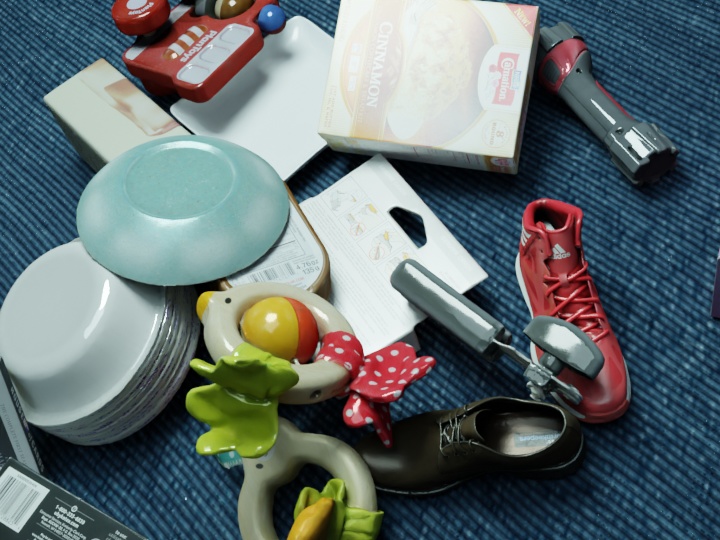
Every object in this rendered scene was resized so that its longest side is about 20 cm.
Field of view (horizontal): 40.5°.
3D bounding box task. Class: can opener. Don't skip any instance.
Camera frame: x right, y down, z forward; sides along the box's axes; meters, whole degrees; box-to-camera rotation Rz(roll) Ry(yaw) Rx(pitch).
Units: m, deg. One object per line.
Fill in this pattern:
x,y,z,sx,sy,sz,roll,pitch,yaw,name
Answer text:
0.114,0.047,0.831,0.200,0.053,0.067,32,84,28,can opener

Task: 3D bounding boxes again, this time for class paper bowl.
-0.258,0.054,0.920,0.200,0.104,0.202,-14,57,22,paper bowl

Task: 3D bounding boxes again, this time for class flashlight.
0.243,-0.168,0.986,0.068,0.068,0.200,-36,58,3,flashlight

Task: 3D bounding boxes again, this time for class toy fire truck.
-0.175,-0.278,1.133,0.167,0.112,0.200,24,59,31,toy fire truck

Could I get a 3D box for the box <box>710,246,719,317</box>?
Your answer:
0.409,-0.050,0.835,0.175,0.097,0.201,10,59,22,box

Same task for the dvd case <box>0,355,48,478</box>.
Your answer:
-0.395,0.167,0.867,0.199,0.151,0.025,-14,24,-5,dvd case

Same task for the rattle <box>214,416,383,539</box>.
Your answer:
-0.087,0.169,0.794,0.200,0.143,0.130,48,115,27,rattle

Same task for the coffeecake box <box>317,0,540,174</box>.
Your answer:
0.071,-0.192,0.990,0.199,0.073,0.154,9,85,13,coffeecake box

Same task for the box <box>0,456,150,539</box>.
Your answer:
-0.204,0.257,0.730,0.148,0.200,0.125,21,63,27,box

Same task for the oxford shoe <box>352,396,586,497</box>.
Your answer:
0.081,0.137,0.806,0.199,0.084,0.073,-13,58,12,oxford shoe

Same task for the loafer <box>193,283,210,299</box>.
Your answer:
-0.122,0.041,0.936,0.068,0.071,0.201,-27,54,-3,loafer

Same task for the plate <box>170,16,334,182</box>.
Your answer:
-0.086,-0.186,1.106,0.200,0.032,0.199,-40,54,-12,plate

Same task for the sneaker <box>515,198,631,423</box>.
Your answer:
0.173,0.025,0.837,0.078,0.116,0.201,-20,53,1,sneaker

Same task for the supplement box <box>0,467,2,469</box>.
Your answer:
-0.333,0.219,0.793,0.103,0.200,0.102,-14,53,5,supplement box

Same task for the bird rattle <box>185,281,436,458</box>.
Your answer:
-0.049,0.064,0.789,0.199,0.113,0.163,-11,47,-27,bird rattle

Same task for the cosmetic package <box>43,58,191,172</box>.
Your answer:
-0.249,-0.135,1.075,0.087,0.104,0.200,-39,56,-15,cosmetic package

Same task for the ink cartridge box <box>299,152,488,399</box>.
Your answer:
0.000,0.000,0.947,0.176,0.045,0.200,-32,54,-8,ink cartridge box

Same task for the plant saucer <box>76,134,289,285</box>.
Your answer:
-0.167,-0.072,0.912,0.200,0.039,0.202,2,47,-2,plant saucer

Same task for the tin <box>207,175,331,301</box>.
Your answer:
-0.100,-0.028,0.927,0.111,0.042,0.200,-16,51,-23,tin
